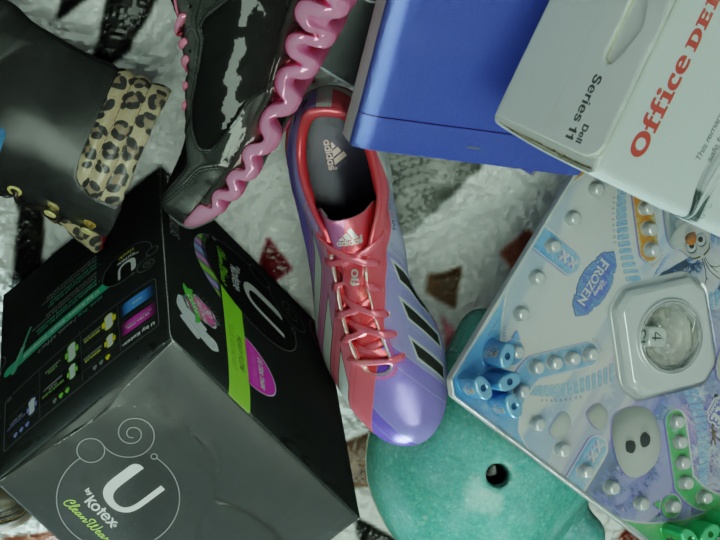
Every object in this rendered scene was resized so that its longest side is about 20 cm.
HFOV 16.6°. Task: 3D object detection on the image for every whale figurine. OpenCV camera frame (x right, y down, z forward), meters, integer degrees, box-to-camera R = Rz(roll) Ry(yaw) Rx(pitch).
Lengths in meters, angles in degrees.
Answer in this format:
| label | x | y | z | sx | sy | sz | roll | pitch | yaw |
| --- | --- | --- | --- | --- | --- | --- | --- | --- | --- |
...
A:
| label | x | y | z | sx | sy | sz | roll | pitch | yaw |
| --- | --- | --- | --- | --- | --- | --- | --- | --- | --- |
| whale figurine | 0.101 | 0.094 | 1.390 | 0.200 | 0.104 | 0.159 | -25 | 94 | -5 |

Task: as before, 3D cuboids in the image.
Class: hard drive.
| label | x | y | z | sx | sy | sz | roll | pitch | yaw |
| --- | --- | --- | --- | --- | --- | --- | --- | --- | --- |
| hard drive | 0.077 | -0.151 | 1.250 | 0.132 | 0.025 | 0.200 | 6 | 113 | -21 |

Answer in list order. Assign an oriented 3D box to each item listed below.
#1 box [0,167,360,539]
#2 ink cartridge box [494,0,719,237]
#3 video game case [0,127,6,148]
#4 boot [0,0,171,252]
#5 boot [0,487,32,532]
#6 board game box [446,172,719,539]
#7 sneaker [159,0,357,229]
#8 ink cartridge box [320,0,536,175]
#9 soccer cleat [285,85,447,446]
| label | x | y | z | sx | sy | sz | roll | pitch | yaw |
| --- | --- | --- | --- | --- | --- | --- | --- | --- | --- |
| box | -0.100 | 0.069 | 1.304 | 0.124 | 0.200 | 0.149 | -39 | 116 | 13 |
| ink cartridge box | 0.182 | -0.098 | 1.258 | 0.200 | 0.083 | 0.147 | 23 | 95 | -44 |
| video game case | -0.288 | -0.038 | 1.244 | 0.200 | 0.018 | 0.143 | 21 | 93 | 19 |
| boot | -0.201 | -0.049 | 1.294 | 0.150 | 0.073 | 0.200 | 24 | 105 | -8 |
| boot | -0.259 | 0.068 | 1.283 | 0.200 | 0.075 | 0.097 | 21 | 139 | 13 |
| board game box | 0.172 | 0.037 | 1.364 | 0.200 | 0.026 | 0.200 | 37 | 76 | -22 |
| sneaker | -0.064 | -0.117 | 1.249 | 0.095 | 0.079 | 0.200 | 27 | 109 | -4 |
| ink cartridge box | 0.072 | -0.163 | 1.295 | 0.200 | 0.043 | 0.198 | 28 | 110 | -21 |
| soccer cleat | 0.000 | 0.000 | 1.316 | 0.067 | 0.076 | 0.200 | -12 | 94 | 7 |
